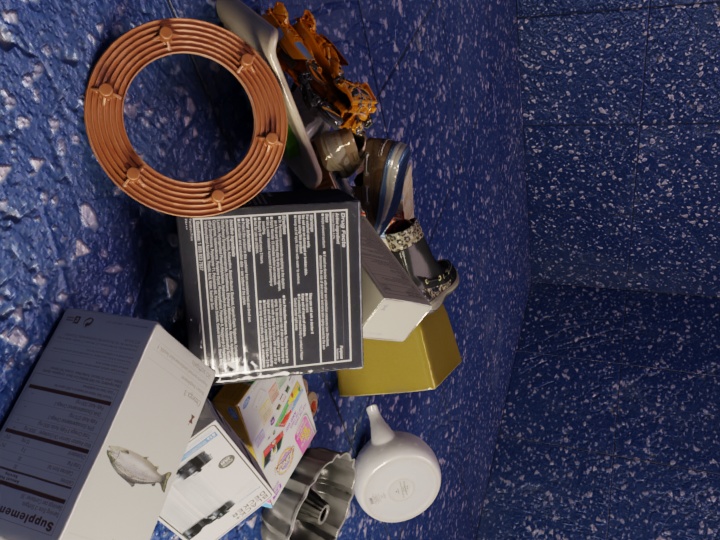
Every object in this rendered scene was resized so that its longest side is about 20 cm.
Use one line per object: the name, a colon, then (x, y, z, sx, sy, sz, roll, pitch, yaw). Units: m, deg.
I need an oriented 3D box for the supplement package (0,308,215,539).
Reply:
supplement package: (-0.239, 0.154, 0.581, 0.117, 0.116, 0.201, 61, 40, -54)

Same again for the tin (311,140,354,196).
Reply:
tin: (-0.038, -0.120, 1.023, 0.112, 0.042, 0.201, -87, 155, -69)

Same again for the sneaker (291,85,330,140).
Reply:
sneaker: (-0.074, -0.233, 0.964, 0.081, 0.076, 0.201, 81, 26, -46)

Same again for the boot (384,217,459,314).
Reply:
boot: (0.110, -0.024, 1.109, 0.204, 0.073, 0.155, -45, 119, -60)

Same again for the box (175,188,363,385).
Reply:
box: (-0.105, 0.014, 0.742, 0.123, 0.196, 0.202, -135, -138, -71)

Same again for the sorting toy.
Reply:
sorting toy: (-0.118, -0.217, 0.776, 0.036, 0.185, 0.201, -27, 134, -13)

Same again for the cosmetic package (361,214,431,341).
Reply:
cosmetic package: (0.000, 0.000, 0.888, 0.103, 0.201, 0.073, 13, 124, -44)

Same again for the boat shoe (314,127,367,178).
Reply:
boat shoe: (-0.015, -0.188, 0.991, 0.200, 0.064, 0.072, -47, 116, -76)

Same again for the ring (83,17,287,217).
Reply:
ring: (-0.170, -0.154, 0.634, 0.019, 0.199, 0.203, 176, -79, -70)

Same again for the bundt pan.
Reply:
bundt pan: (-0.088, 0.374, 1.008, 0.202, 0.075, 0.204, -39, 137, -50)

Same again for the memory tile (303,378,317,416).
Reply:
memory tile: (-0.121, 0.230, 1.005, 0.201, 0.017, 0.154, 66, 36, -49)

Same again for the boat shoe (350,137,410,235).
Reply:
boat shoe: (0.027, -0.132, 0.997, 0.072, 0.072, 0.201, -55, 166, -39)

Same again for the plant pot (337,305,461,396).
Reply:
plant pot: (0.063, 0.110, 1.212, 0.194, 0.194, 0.202, -19, 99, -65)

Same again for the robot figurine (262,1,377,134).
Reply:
robot figurine: (-0.053, -0.276, 0.880, 0.201, 0.058, 0.145, 53, 30, 8)

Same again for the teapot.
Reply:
teapot: (0.067, 0.412, 1.324, 0.201, 0.196, 0.146, -62, -159, 13)

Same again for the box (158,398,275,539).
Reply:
box: (-0.185, 0.230, 0.720, 0.116, 0.060, 0.201, -34, 140, -16)

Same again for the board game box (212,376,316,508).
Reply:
board game box: (-0.130, 0.212, 0.910, 0.153, 0.040, 0.201, -54, 142, -50)

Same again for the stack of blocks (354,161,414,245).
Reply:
stack of blocks: (0.034, -0.109, 1.141, 0.201, 0.114, 0.059, 81, 25, -53)
